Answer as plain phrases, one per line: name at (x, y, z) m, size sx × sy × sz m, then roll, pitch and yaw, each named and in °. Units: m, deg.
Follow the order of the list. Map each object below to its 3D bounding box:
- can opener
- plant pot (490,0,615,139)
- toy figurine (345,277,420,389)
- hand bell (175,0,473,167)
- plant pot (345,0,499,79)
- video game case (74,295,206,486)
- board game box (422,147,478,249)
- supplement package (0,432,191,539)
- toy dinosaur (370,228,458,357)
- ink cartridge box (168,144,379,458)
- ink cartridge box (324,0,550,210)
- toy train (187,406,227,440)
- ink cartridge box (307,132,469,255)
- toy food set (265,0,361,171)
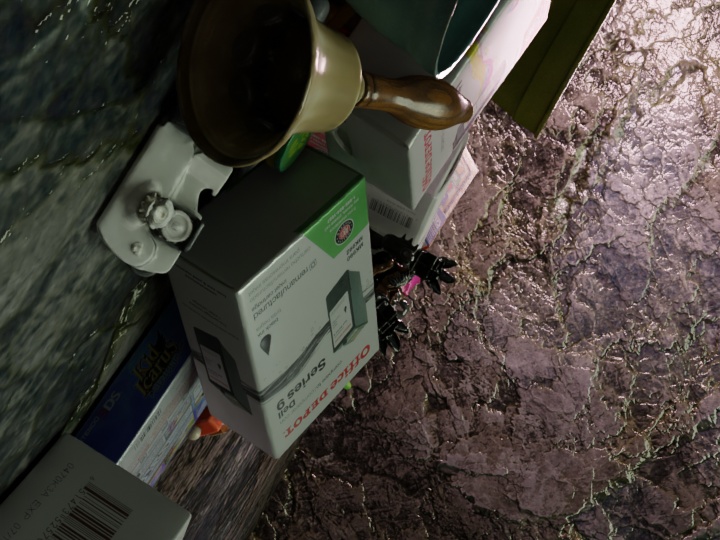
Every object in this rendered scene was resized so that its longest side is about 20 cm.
can opener at (-0.091, -0.090, 0.588) m, size 0.202 × 0.052 × 0.066 m, roll -58°, pitch -151°, yaw -2°
plant pot at (0.185, -0.298, 1.212) m, size 0.202 × 0.191 × 0.200 m, roll -59°, pitch 175°, yaw -9°
toy figurine at (-0.007, 0.024, 1.252) m, size 0.184 × 0.150 × 0.200 m, roll -44°, pitch -164°, yaw -1°
hand bell at (0.002, -0.105, 0.573) m, size 0.198 × 0.104 × 0.105 m, roll 0°, pitch 126°, yaw -50°
plant pot at (0.034, -0.223, 0.514) m, size 0.202 × 0.133 × 0.200 m, roll -58°, pitch 175°, yaw -8°
video game case at (-0.167, 0.103, 0.858) m, size 0.202 × 0.045 × 0.182 m, roll -58°, pitch 173°, yaw -23°
board game box at (0.063, -0.133, 1.195) m, size 0.046 × 0.153 × 0.200 m, roll -19°, pitch -160°, yaw 35°
supplement package at (-0.220, 0.242, 0.735) m, size 0.117 × 0.116 × 0.202 m, roll -54°, pitch 172°, yaw -49°
toy dinosaur at (0.000, 0.000, 0.910) m, size 0.199 × 0.135 × 0.103 m, roll 16°, pitch 105°, yaw -51°
ink cartridge box at (-0.061, 0.025, 0.779) m, size 0.146 × 0.083 × 0.202 m, roll -44°, pitch 146°, yaw -30°
ink cartridge box at (0.060, -0.164, 0.729) m, size 0.202 × 0.085 × 0.148 m, roll -57°, pitch 169°, yaw -9°
toy train at (-0.101, 0.118, 1.062) m, size 0.197 × 0.056 × 0.151 m, roll -23°, pitch -149°, yaw 23°
ink cartridge box at (0.007, -0.083, 0.953) m, size 0.086 × 0.144 × 0.201 m, roll -59°, pitch 175°, yaw -27°
toy food set at (-0.023, -0.175, 0.707) m, size 0.201 × 0.048 × 0.199 m, roll -57°, pitch 174°, yaw -35°
